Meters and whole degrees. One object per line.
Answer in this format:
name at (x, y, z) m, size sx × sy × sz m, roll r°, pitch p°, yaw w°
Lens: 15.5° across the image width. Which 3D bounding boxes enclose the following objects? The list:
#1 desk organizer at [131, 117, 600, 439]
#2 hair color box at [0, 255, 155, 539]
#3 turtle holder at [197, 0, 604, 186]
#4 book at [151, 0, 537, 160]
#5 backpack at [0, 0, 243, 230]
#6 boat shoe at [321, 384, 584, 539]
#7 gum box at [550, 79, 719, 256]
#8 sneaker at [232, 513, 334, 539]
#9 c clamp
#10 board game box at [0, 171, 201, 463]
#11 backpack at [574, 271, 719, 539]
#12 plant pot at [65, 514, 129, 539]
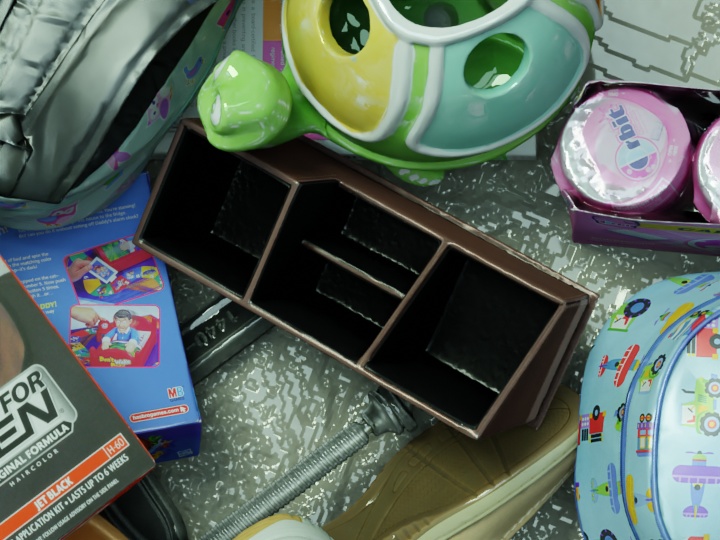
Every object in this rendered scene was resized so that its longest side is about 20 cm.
desk organizer at (0.000, 0.000, 1.225) m, size 0.199 × 0.077 × 0.072 m, roll 29°, pitch 105°, yaw 20°
hair color box at (-0.192, 0.040, 1.153) m, size 0.101 × 0.061 × 0.200 m, roll -38°, pitch 89°, yaw -33°
turtle holder at (0.019, -0.120, 1.195) m, size 0.184 × 0.132 × 0.142 m, roll 0°, pitch 80°, yaw -2°
book at (-0.011, -0.121, 1.301) m, size 0.199 × 0.048 × 0.134 m, roll 1°, pitch 87°, yaw 5°
backpack at (-0.131, -0.115, 1.219) m, size 0.166 × 0.127 × 0.201 m, roll 26°, pitch 82°, yaw 9°
boat shoe at (0.034, 0.131, 1.264) m, size 0.200 × 0.071 × 0.065 m, roll -36°, pitch 121°, yaw 4°
gum box at (0.189, -0.043, 1.242) m, size 0.199 × 0.114 × 0.067 m, roll 5°, pitch 84°, yaw 5°
sneaker at (0.010, 0.197, 1.202) m, size 0.076 × 0.088 × 0.200 m, roll -45°, pitch 122°, yaw 10°
c clamp at (-0.049, 0.090, 1.272) m, size 0.200 × 0.027 × 0.171 m, roll -42°, pitch 60°, yaw -3°
board game box at (-0.186, 0.037, 1.258) m, size 0.199 × 0.045 × 0.135 m, roll -9°, pitch 66°, yaw -9°
backpack at (0.204, 0.082, 1.200) m, size 0.199 × 0.135 × 0.184 m, roll 6°, pitch 85°, yaw -8°
plant pot at (-0.190, 0.209, 1.203) m, size 0.199 × 0.140 × 0.201 m, roll 12°, pitch 63°, yaw -24°
